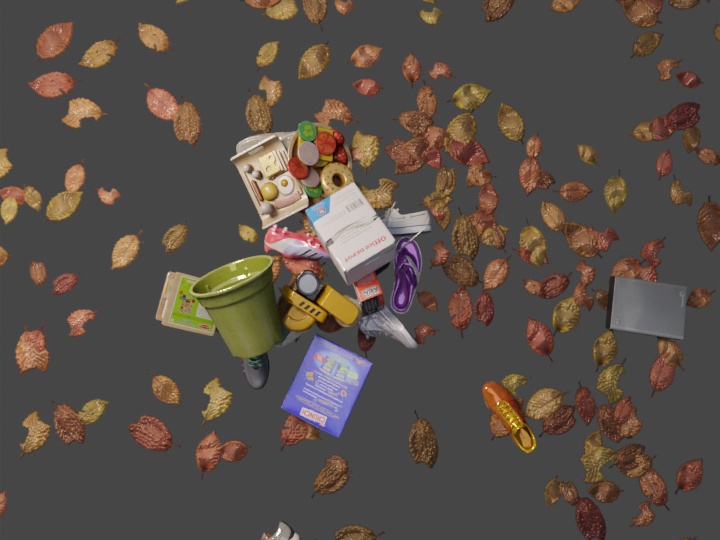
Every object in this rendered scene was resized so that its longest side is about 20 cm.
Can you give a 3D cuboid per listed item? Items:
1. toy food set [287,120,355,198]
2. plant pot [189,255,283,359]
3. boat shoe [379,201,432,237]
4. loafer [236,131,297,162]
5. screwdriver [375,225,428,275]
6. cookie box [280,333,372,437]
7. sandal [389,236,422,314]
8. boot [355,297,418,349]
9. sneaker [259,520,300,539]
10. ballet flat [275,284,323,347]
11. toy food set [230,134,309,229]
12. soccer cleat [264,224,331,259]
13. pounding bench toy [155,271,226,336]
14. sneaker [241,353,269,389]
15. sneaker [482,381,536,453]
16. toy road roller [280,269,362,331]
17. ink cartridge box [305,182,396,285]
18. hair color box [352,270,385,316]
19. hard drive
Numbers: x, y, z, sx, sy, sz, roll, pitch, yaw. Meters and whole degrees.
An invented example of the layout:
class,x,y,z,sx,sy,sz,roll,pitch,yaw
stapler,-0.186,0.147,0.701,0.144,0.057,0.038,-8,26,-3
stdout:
class,x,y,z,sx,sy,sz,roll,pitch,yaw
toy food set,-0.102,-0.286,1.378,0.194,0.048,0.205,3,85,-31
plant pot,-0.266,0.092,1.220,0.196,0.201,0.188,-18,108,-3
boat shoe,0.089,-0.135,1.394,0.197,0.075,0.088,-6,85,-4
loafer,-0.233,-0.337,1.422,0.195,0.063,0.073,-8,117,1
screwdriver,0.098,-0.054,1.382,0.200,0.028,0.029,-45,125,15
cookie box,-0.086,0.290,1.348,0.169,0.075,0.203,26,84,1
sandal,0.122,0.012,1.391,0.080,0.050,0.208,5,84,-1
boot,0.055,0.149,1.374,0.095,0.074,0.200,-43,78,2
sneaker,-0.243,0.710,1.314,0.199,0.074,0.080,-40,77,-10
ballet flat,-0.149,0.120,1.371,0.071,0.072,0.203,28,85,2
toy food set,-0.237,-0.230,1.379,0.141,0.060,0.203,-24,94,10
soccer cleat,-0.157,-0.059,1.395,0.196,0.067,0.078,17,115,-5
pounding bench toy,-0.395,0.090,1.334,0.197,0.155,0.127,18,82,-27
sneaker,-0.276,0.203,1.347,0.073,0.088,0.205,-5,84,-1
sneaker,0.386,0.369,1.349,0.073,0.077,0.201,-37,85,-2
toy road roller,-0.107,0.097,1.292,0.198,0.123,0.148,33,88,-7
ink cartridge box,-0.022,-0.088,1.275,0.143,0.085,0.202,-29,64,-8
hair color box,0.000,0.000,1.334,0.060,0.102,0.203,-19,65,-3
hard drive,0.759,0.099,1.403,0.195,0.033,0.143,8,84,0
